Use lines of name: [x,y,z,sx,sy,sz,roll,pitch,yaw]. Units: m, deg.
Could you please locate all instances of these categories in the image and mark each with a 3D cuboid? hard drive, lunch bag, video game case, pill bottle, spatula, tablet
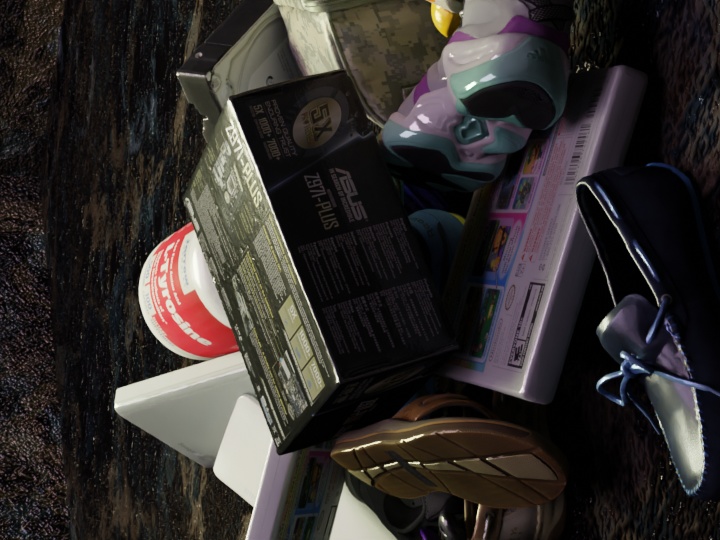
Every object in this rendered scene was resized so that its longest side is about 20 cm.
hard drive: [-0.057,-0.164,1.481,0.038,0.200,0.140,10,137,34]
lunch bag: [0.013,-0.189,1.364,0.200,0.139,0.168,-142,44,-73]
hard drive: [-0.085,0.109,1.516,0.200,0.132,0.026,-18,53,30]
video game case: [0.104,-0.024,1.133,0.182,0.024,0.200,-173,100,-74]
pill bottle: [-0.094,0.003,1.441,0.200,0.112,0.112,154,116,-63]
spatula: [0.061,0.189,1.255,0.057,0.021,0.200,59,171,17]
video game case: [-0.037,0.140,1.357,0.182,0.024,0.200,26,-102,-76]
tablet: [-0.035,0.196,1.496,0.200,0.014,0.130,38,142,12]

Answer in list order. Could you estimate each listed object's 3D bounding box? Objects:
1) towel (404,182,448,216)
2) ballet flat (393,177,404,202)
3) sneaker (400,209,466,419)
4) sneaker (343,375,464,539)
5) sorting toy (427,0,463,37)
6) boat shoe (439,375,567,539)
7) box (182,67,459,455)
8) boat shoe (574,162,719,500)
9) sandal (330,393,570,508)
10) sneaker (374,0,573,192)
towel: [0.000,-0.031,1.433,0.148,0.050,0.200,46,152,13]
ballet flat: [0.000,0.000,1.343,0.074,0.074,0.200,-108,6,-48]
sneaker: [0.021,0.051,1.282,0.066,0.078,0.200,25,107,27]
sneaker: [0.054,0.123,1.354,0.116,0.075,0.200,53,141,43]
sorting toy: [0.007,-0.253,1.209,0.107,0.180,0.200,92,-157,-50]
boat shoe: [0.090,0.090,1.219,0.073,0.063,0.200,115,151,-54]
box: [-0.032,-0.002,1.197,0.200,0.086,0.164,68,158,16]
boat shoe: [0.156,0.035,0.988,0.084,0.069,0.200,111,154,-49]
sandal: [0.055,0.109,1.164,0.200,0.080,0.054,-9,45,55]
sneaker: [0.080,-0.136,1.146,0.200,0.078,0.140,-28,42,59]
